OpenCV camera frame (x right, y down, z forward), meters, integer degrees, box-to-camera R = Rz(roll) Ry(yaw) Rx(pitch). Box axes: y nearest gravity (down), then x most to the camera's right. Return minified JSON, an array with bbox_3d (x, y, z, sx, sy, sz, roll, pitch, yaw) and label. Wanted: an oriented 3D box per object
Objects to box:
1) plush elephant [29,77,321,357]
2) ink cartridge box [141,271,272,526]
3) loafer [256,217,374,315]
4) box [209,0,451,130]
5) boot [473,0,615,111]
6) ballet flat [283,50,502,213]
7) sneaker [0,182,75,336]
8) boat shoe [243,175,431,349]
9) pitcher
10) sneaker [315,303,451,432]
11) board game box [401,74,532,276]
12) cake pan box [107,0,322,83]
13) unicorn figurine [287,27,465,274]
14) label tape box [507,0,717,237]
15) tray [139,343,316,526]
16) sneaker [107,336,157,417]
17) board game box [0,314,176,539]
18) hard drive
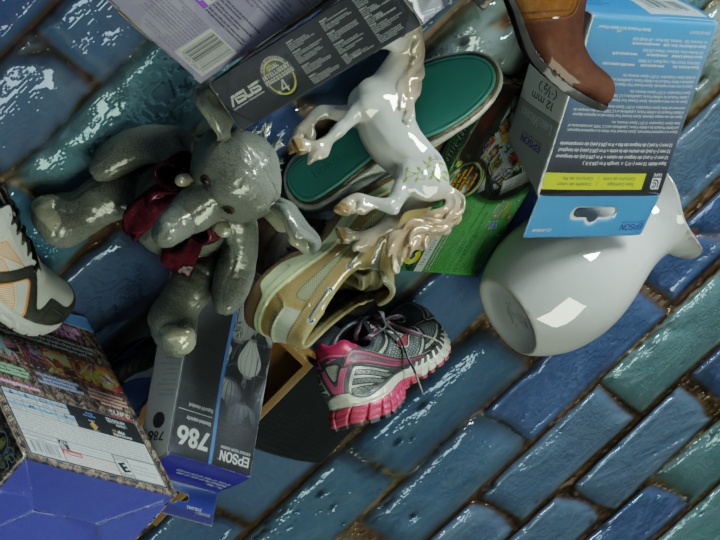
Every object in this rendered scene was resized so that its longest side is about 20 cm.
[{"bbox_3d":[-0.117,-0.051,1.574,0.200,0.165,0.155,-41,-175,-16],"label":"plush elephant"},{"bbox_3d":[-0.122,0.097,1.685,0.099,0.039,0.201,21,75,-47],"label":"ink cartridge box"},{"bbox_3d":[-0.037,-0.016,1.762,0.200,0.071,0.073,23,94,-61],"label":"loafer"},{"bbox_3d":[0.007,-0.183,1.495,0.199,0.049,0.161,-26,-166,45],"label":"box"},{"bbox_3d":[0.189,-0.246,1.640,0.200,0.069,0.188,-43,102,8],"label":"boot"},{"bbox_3d":[0.027,-0.110,1.714,0.199,0.070,0.069,-33,142,4],"label":"ballet flat"},{"bbox_3d":[-0.271,-0.016,1.578,0.080,0.074,0.200,-43,142,8],"label":"sneaker"},{"bbox_3d":[0.000,0.000,1.676,0.200,0.076,0.072,-42,148,-29],"label":"boat shoe"},{"bbox_3d":[0.198,-0.031,1.883,0.199,0.121,0.172,-34,124,-21],"label":"pitcher"},{"bbox_3d":[0.021,0.067,1.824,0.080,0.200,0.075,-14,103,22],"label":"sneaker"},{"bbox_3d":[0.105,-0.079,1.826,0.104,0.023,0.201,3,128,-41],"label":"board game box"},{"bbox_3d":[-0.083,-0.227,1.417,0.184,0.053,0.200,-32,149,12],"label":"cake pan box"},{"bbox_3d":[0.016,-0.109,1.650,0.137,0.074,0.201,-29,98,-11],"label":"unicorn figurine"},{"bbox_3d":[0.201,-0.130,1.778,0.143,0.066,0.201,-2,120,-36],"label":"label tape box"},{"bbox_3d":[-0.139,0.110,1.790,0.200,0.099,0.037,-46,-177,15],"label":"tray"},{"bbox_3d":[-0.213,0.131,1.754,0.200,0.077,0.076,-44,-174,25],"label":"sneaker"},{"bbox_3d":[-0.259,0.117,1.622,0.097,0.200,0.159,-48,140,18],"label":"board game box"},{"bbox_3d":[-0.064,0.104,1.879,0.135,0.042,0.200,-46,141,14],"label":"hard drive"}]
